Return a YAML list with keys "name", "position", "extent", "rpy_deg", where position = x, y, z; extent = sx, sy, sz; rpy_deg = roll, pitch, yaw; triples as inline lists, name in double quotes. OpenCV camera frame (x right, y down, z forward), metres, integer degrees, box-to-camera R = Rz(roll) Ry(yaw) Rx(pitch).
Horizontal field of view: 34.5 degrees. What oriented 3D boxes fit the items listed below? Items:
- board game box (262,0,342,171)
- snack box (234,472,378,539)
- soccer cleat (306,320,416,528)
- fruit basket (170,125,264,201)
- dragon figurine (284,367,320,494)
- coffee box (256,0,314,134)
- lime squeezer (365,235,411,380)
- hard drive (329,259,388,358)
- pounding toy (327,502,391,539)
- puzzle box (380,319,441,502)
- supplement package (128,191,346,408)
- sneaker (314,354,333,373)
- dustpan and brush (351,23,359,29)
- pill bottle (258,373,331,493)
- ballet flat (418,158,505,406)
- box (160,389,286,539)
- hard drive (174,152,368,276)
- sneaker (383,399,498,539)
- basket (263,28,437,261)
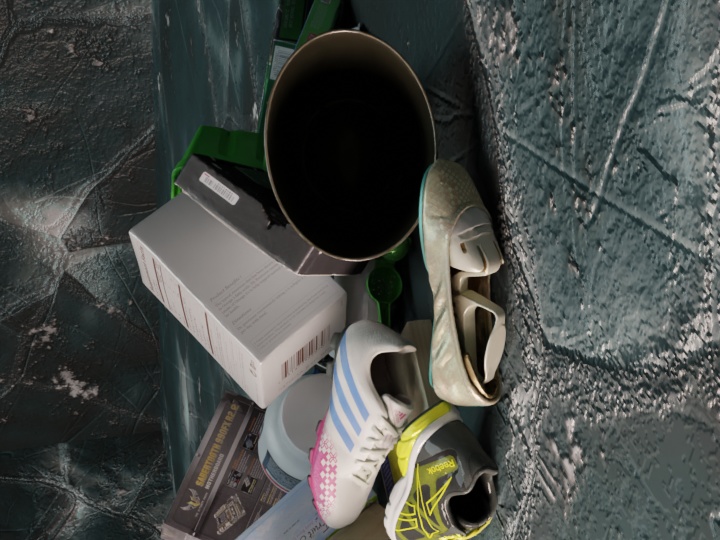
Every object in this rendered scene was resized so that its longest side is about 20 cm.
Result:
- name: "board game box"
  position: [-0.062, -0.191, 1.240]
  extent: [0.135, 0.029, 0.201]
  rpy_deg: [103, -177, -52]
- name: "snack box"
  position: [-0.059, 0.284, 1.203]
  extent: [0.068, 0.168, 0.200]
  rpy_deg: [46, 168, 20]
- name: "soccer cleat"
  position: [0.005, 0.147, 1.064]
  extent: [0.086, 0.070, 0.201]
  rpy_deg: [12, 99, 37]
- name: "fruit basket"
  position: [-0.123, -0.049, 1.346]
  extent: [0.156, 0.214, 0.216]
  rpy_deg: [106, 154, -53]
- name: "dragon figurine"
  position: [-0.073, 0.185, 1.438]
  extent: [0.059, 0.099, 0.201]
  rpy_deg: [114, 147, -59]
- name: "coffee box"
  position: [-0.092, -0.246, 1.404]
  extent: [0.200, 0.044, 0.123]
  rpy_deg: [108, 170, -56]
- name: "lime squeezer"
  position: [0.028, -0.003, 1.100]
  extent: [0.071, 0.038, 0.201]
  rpy_deg: [-89, 10, -72]
- name: "hard drive"
  position: [0.000, 0.000, 1.206]
  extent: [0.132, 0.025, 0.201]
  rpy_deg: [-155, 69, -72]
- name: "pounding toy"
  position: [-0.010, 0.332, 1.135]
  extent: [0.142, 0.200, 0.185]
  rpy_deg: [32, 134, 29]
- name: "puzzle box"
  position: [0.049, 0.151, 1.128]
  extent: [0.200, 0.025, 0.134]
  rpy_deg: [111, 149, -58]
- name: "supplement package"
  position: [-0.122, 0.017, 1.174]
  extent: [0.200, 0.117, 0.117]
  rpy_deg: [44, 159, 19]
- name: "sneaker"
  position: [-0.038, 0.084, 1.376]
  extent: [0.200, 0.070, 0.090]
  rpy_deg: [45, 165, 56]
- name: "dustpan and brush"
  position: [-0.041, -0.144, 1.208]
  extent: [0.140, 0.057, 0.201]
  rpy_deg: [-85, 2, -57]
- name: "pill bottle"
  position: [-0.051, 0.181, 1.294]
  extent: [0.200, 0.119, 0.120]
  rpy_deg: [114, 147, -71]
- name: "ballet flat"
  position: [0.088, 0.011, 0.909]
  extent: [0.062, 0.067, 0.201]
  rpy_deg: [11, 112, 43]
- name: "box"
  position: [-0.136, 0.267, 1.442]
  extent: [0.048, 0.158, 0.201]
  rpy_deg: [110, -178, -55]
- name: "hard drive"
  position: [-0.071, -0.047, 1.058]
  extent: [0.038, 0.139, 0.200]
  rpy_deg: [-56, -12, 10]
- name: "sneaker"
  position: [0.071, 0.201, 0.979]
  extent: [0.085, 0.074, 0.201]
  rpy_deg: [46, 153, 37]
- name: "basket"
  position: [-0.009, -0.102, 1.004]
  extent: [0.200, 0.135, 0.181]
  rpy_deg: [-114, 18, -87]
